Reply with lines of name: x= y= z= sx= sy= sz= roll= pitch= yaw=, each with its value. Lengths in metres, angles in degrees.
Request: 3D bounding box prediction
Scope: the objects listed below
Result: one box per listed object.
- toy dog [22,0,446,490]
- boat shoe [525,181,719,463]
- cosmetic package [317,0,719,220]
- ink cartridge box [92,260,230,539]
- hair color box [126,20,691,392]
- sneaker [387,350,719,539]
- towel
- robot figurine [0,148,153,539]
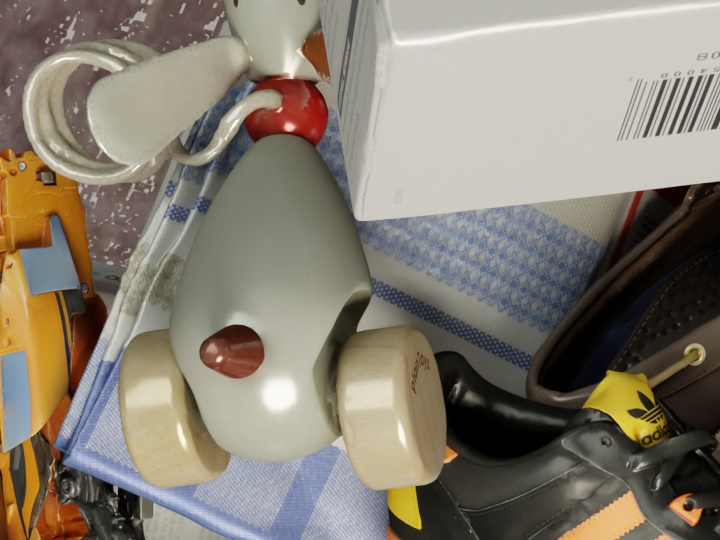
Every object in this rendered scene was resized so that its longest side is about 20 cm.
toy dog: x=-0.034 y=-0.024 z=0.891 sx=0.132 sy=0.096 sz=0.200 roll=-25 pitch=69 yaw=5
boat shoe: x=0.134 y=-0.007 z=0.975 sx=0.200 sy=0.060 sz=0.072 roll=-44 pitch=44 yaw=-10
cosmetic package: x=0.083 y=-0.136 z=0.838 sx=0.199 sy=0.123 sz=0.200 roll=-6 pitch=69 yaw=-7
ink cartridge box: x=-0.037 y=0.097 z=1.050 sx=0.200 sy=0.047 sz=0.160 roll=15 pitch=102 yaw=19
hair color box: x=0.021 y=-0.015 z=1.072 sx=0.200 sy=0.064 sz=0.111 roll=17 pitch=82 yaw=34
sneaker: x=0.092 y=0.078 z=0.884 sx=0.200 sy=0.070 sz=0.090 roll=12 pitch=110 yaw=32
towel: x=0.000 y=0.000 z=0.974 sx=0.147 sy=0.024 sz=0.200 roll=25 pitch=82 yaw=-8
robot figurine: x=-0.132 y=0.063 z=1.017 sx=0.145 sy=0.058 sz=0.200 roll=-12 pitch=83 yaw=51
